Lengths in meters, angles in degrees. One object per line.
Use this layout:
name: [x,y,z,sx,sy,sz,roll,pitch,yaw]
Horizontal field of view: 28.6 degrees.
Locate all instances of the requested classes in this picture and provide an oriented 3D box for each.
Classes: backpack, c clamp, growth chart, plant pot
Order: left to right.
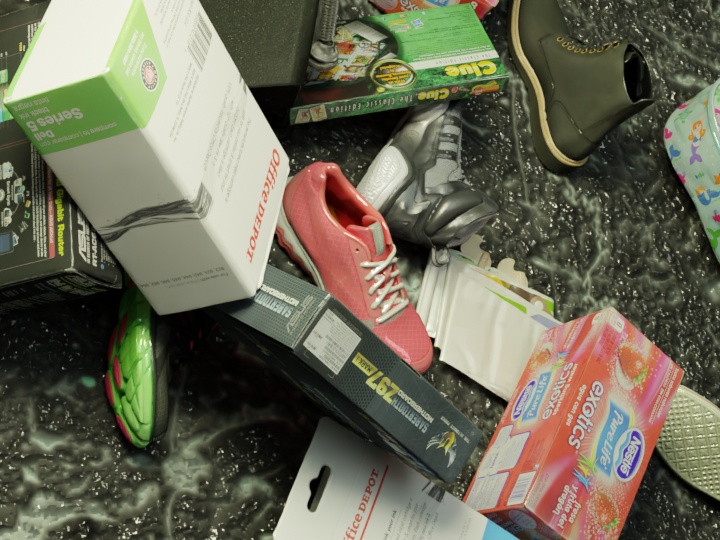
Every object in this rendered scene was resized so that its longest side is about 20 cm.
plant pot: [-0.121,-0.217,1.094,0.197,0.200,0.180,-4,91,-7]
c clamp: [-0.026,-0.241,1.133,0.027,0.201,0.172,1,51,-8]
growth chart: [0.129,0.057,1.260,0.199,0.018,0.146,36,53,-15]
backpack: [0.414,-0.110,1.450,0.176,0.151,0.201,-23,77,-37]

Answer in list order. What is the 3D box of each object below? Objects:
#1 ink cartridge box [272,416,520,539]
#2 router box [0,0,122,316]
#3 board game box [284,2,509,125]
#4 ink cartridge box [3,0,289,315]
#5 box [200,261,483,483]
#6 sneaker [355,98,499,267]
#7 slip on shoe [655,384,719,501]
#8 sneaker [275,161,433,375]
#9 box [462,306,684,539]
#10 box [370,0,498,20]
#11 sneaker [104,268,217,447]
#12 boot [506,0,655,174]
ink cartridge box: [0.017,0.215,1.081,0.199,0.068,0.117,35,54,-16]
router box: [-0.245,-0.073,0.978,0.062,0.148,0.203,28,54,-62]
board game box: [0.020,-0.182,1.232,0.197,0.024,0.105,-10,48,-14]
ink cartridge box: [-0.134,-0.092,0.949,0.147,0.083,0.201,-79,149,-44]
box: [-0.022,0.066,1.028,0.051,0.157,0.200,-54,129,-10]
sneaker: [0.076,-0.091,1.252,0.113,0.076,0.201,35,58,-5]
slip on shoe: [0.342,0.175,1.324,0.199,0.074,0.061,37,18,-6]
sneaker: [0.000,0.000,1.156,0.074,0.087,0.201,-35,89,-38]
box: [0.176,0.145,1.183,0.094,0.102,0.201,39,59,-17]
box: [0.099,-0.318,1.361,0.095,0.100,0.201,36,53,-14]
sneaker: [-0.139,0.035,1.057,0.083,0.077,0.202,17,61,-21]
boot: [0.219,-0.213,1.367,0.077,0.138,0.202,-1,69,-33]
